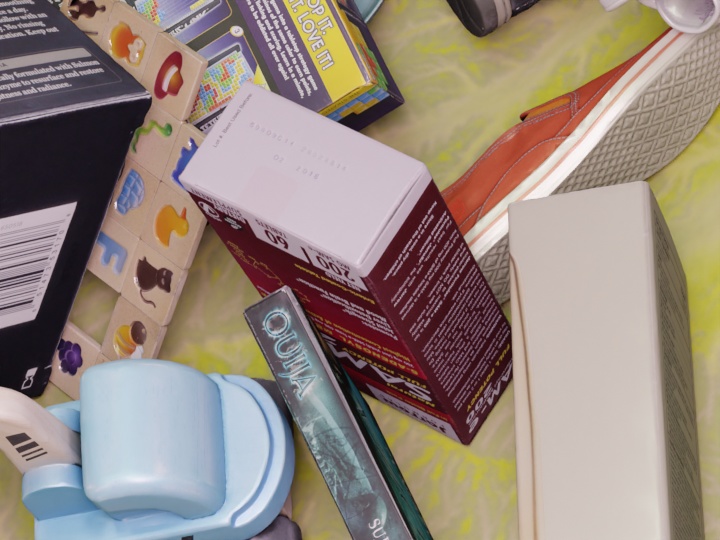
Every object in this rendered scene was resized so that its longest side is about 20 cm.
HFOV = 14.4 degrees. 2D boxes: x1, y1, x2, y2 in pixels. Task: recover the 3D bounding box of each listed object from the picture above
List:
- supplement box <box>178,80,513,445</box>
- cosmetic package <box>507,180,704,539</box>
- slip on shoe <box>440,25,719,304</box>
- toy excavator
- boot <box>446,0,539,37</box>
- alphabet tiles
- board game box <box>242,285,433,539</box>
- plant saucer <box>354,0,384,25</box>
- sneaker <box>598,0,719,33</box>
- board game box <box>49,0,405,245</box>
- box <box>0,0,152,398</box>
[{"bbox_3d":[0.000,0.000,1.353,0.108,0.200,0.061,26,74,28],"label":"supplement box"},{"bbox_3d":[0.117,0.072,1.334,0.073,0.104,0.201,-9,59,14],"label":"cosmetic package"},{"bbox_3d":[0.109,-0.066,1.432,0.200,0.074,0.061,-42,55,-1],"label":"slip on shoe"},{"bbox_3d":[-0.137,0.084,1.353,0.193,0.200,0.101,-11,60,12],"label":"toy excavator"},{"bbox_3d":[0.085,-0.237,1.513,0.153,0.074,0.205,-23,71,-6],"label":"boot"},{"bbox_3d":[-0.145,-0.042,1.468,0.167,0.008,0.201,36,115,31],"label":"alphabet tiles"},{"bbox_3d":[0.012,0.117,1.325,0.028,0.135,0.201,-28,58,2],"label":"board game box"},{"bbox_3d":[-0.064,-0.176,1.572,0.199,0.027,0.201,-8,62,15],"label":"plant saucer"},{"bbox_3d":[0.178,-0.162,1.419,0.075,0.199,0.100,-31,68,50],"label":"sneaker"},{"bbox_3d":[-0.093,-0.134,1.499,0.165,0.057,0.201,-30,71,13],"label":"board game box"},{"bbox_3d":[-0.234,-0.058,1.447,0.200,0.117,0.198,42,125,28],"label":"box"}]
